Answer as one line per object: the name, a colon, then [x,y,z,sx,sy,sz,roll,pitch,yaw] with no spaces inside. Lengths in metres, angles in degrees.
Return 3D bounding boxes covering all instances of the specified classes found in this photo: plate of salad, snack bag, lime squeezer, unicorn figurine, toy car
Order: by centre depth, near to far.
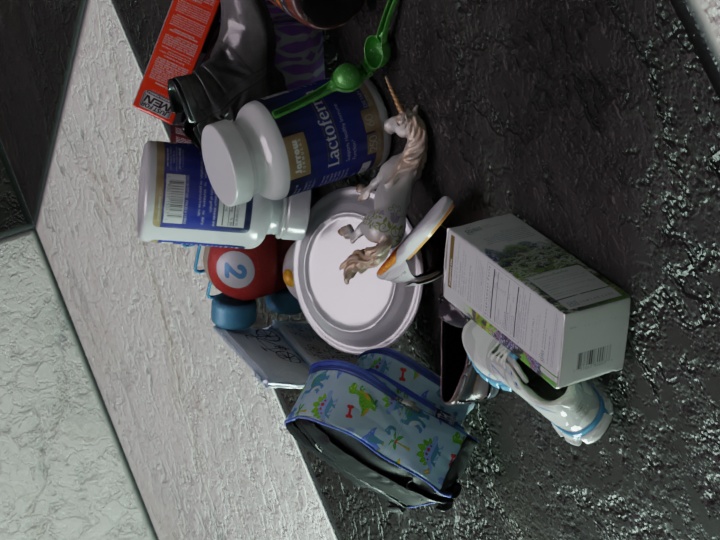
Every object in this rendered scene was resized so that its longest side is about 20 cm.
lime squeezer: [-0.008,-0.224,1.572,0.200,0.070,0.038,-42,77,21]
unicorn figurine: [0.030,-0.090,1.595,0.137,0.073,0.202,147,128,-61]
plate of salad: [0.000,0.000,1.738,0.198,0.048,0.203,5,98,38]
toy car: [-0.083,-0.006,1.852,0.199,0.176,0.187,25,120,43]
snack bag: [-0.077,0.109,1.881,0.188,0.198,0.022,39,118,53]

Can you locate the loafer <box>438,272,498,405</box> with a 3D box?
loafer: [0.113,0.060,1.563,0.072,0.062,0.202,38,141,52]

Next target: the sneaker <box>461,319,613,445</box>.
sneaker: [0.163,0.089,1.424,0.200,0.075,0.087,35,174,45]

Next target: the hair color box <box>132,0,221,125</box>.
hair color box: [-0.196,-0.276,1.735,0.061,0.101,0.202,25,100,12]

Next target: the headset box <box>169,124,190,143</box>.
headset box: [-0.192,-0.230,1.911,0.076,0.149,0.201,15,135,11]

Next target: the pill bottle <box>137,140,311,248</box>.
pill bottle: [-0.164,-0.088,1.730,0.120,0.197,0.121,-176,90,-77]

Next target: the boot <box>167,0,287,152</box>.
boot: [-0.161,-0.237,1.637,0.070,0.131,0.202,36,148,54]

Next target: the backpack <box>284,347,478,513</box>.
backpack: [0.022,0.176,1.689,0.199,0.148,0.183,30,160,-14]

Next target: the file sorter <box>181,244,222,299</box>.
file sorter: [-0.202,-0.080,2.099,0.201,0.122,0.139,61,156,20]

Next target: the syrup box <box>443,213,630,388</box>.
syrup box: [0.164,0.024,1.384,0.200,0.078,0.082,40,135,51]

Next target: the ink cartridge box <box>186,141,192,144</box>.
ink cartridge box: [-0.168,-0.150,1.862,0.057,0.198,0.163,52,151,30]

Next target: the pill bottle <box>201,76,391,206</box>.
pill bottle: [-0.074,-0.147,1.647,0.116,0.198,0.117,48,149,41]

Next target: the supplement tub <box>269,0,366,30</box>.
supplement tub: [-0.076,-0.347,1.615,0.200,0.106,0.108,42,144,50]

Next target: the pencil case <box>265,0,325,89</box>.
pencil case: [-0.084,-0.233,1.750,0.084,0.084,0.202,-86,-4,-57]

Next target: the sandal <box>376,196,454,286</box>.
sandal: [0.073,-0.018,1.570,0.059,0.079,0.207,41,163,0]
